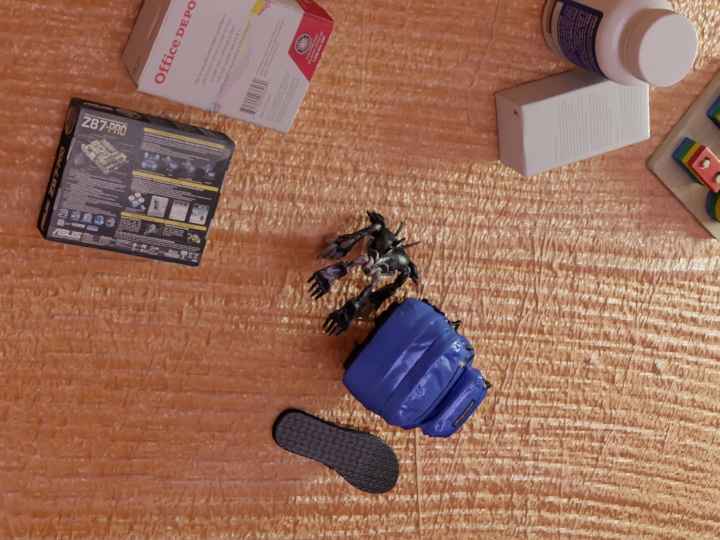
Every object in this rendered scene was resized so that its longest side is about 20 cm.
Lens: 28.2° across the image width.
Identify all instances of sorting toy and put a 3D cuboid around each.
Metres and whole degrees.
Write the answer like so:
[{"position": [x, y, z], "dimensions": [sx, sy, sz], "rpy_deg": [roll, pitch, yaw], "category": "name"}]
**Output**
[{"position": [0.540, -0.163, 2.051], "dimensions": [0.198, 0.070, 0.201], "rpy_deg": [38, 90, -34], "category": "sorting toy"}]

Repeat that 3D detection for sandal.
[{"position": [-0.032, 0.239, 1.944], "dimensions": [0.198, 0.045, 0.076], "rpy_deg": [28, 91, -19], "category": "sandal"}]

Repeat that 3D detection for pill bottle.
[{"position": [0.328, -0.300, 1.802], "dimensions": [0.118, 0.200, 0.121], "rpy_deg": [-11, 116, -23], "category": "pill bottle"}]

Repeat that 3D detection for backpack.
[{"position": [0.076, 0.125, 1.832], "dimensions": [0.163, 0.167, 0.200], "rpy_deg": [-55, 164, -2], "category": "backpack"}]

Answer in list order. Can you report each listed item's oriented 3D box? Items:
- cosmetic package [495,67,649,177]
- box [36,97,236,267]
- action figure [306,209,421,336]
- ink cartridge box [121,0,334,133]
[{"position": [0.282, -0.205, 1.896], "dimensions": [0.198, 0.071, 0.103], "rpy_deg": [-18, 118, -20], "category": "cosmetic package"}, {"position": [-0.260, -0.099, 1.670], "dimensions": [0.198, 0.049, 0.163], "rpy_deg": [10, 108, -30], "category": "box"}, {"position": [0.000, 0.000, 1.819], "dimensions": [0.120, 0.101, 0.200], "rpy_deg": [59, 36, -6], "category": "action figure"}, {"position": [-0.150, -0.259, 1.628], "dimensions": [0.198, 0.086, 0.149], "rpy_deg": [15, 113, -31], "category": "ink cartridge box"}]
